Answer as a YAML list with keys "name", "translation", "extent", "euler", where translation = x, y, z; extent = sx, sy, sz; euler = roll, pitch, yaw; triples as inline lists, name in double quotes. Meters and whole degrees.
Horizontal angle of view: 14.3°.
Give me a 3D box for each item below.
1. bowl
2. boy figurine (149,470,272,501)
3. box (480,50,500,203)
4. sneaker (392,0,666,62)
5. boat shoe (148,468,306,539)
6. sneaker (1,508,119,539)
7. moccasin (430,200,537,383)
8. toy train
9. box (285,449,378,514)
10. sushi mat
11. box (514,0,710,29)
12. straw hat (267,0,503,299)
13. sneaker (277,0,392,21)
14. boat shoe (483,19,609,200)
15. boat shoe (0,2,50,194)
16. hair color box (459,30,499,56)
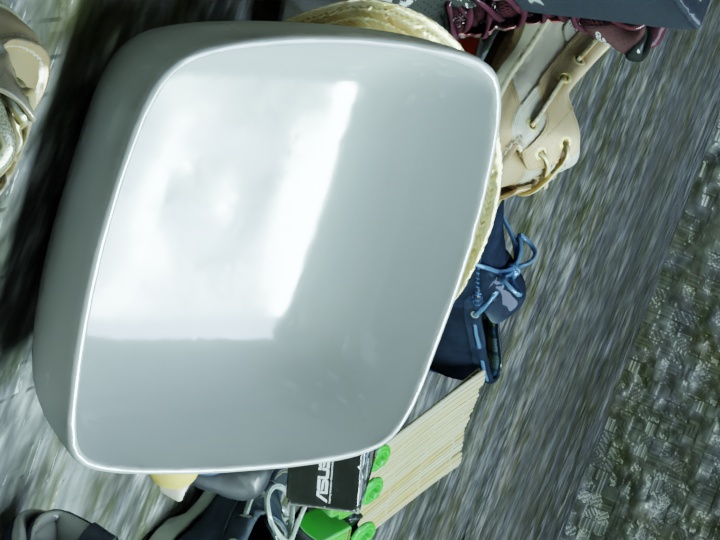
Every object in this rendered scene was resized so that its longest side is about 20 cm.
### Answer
- name: "bowl"
  translation: [-0.049, -0.018, 1.224]
  extent: [0.199, 0.075, 0.200]
  euler: [-1, 116, -40]
- name: "boy figurine"
  translation: [-0.070, 0.052, 1.435]
  extent: [0.200, 0.064, 0.125]
  euler: [88, 27, -72]
- name: "box"
  translation: [0.100, -0.121, 1.942]
  extent: [0.200, 0.048, 0.117]
  euler: [-56, 163, -38]
- name: "sneaker"
  translation: [0.094, -0.143, 1.519]
  extent: [0.200, 0.116, 0.076]
  euler: [-34, 164, -3]
- name: "boat shoe"
  translation: [-0.070, 0.152, 1.621]
  extent: [0.200, 0.062, 0.075]
  euler: [-40, 148, -68]
- name: "sneaker"
  translation: [-0.137, 0.184, 1.333]
  extent: [0.146, 0.077, 0.202]
  euler: [-66, 168, 3]
- name: "moccasin"
  translation: [0.091, 0.005, 2.074]
  extent: [0.200, 0.068, 0.081]
  euler: [96, 19, -54]
- name: "toy train"
  translation: [-0.021, 0.184, 1.941]
  extent: [0.056, 0.042, 0.200]
  euler: [-25, 141, -37]
- name: "box"
  translation: [0.000, 0.000, 1.538]
  extent: [0.193, 0.047, 0.200]
  euler: [-76, 172, -67]
- name: "sushi mat"
  translation: [0.024, 0.147, 2.055]
  extent: [0.200, 0.012, 0.096]
  euler: [-34, 146, -46]
- name: "box"
  translation: [0.117, -0.255, 1.408]
  extent: [0.197, 0.117, 0.200]
  euler: [43, 67, -47]
- name: "straw hat"
  translation: [-0.034, -0.047, 1.333]
  extent: [0.201, 0.085, 0.201]
  euler: [-18, 124, -28]
- name: "sneaker"
  translation: [-0.006, -0.163, 1.356]
  extent: [0.200, 0.075, 0.089]
  euler: [105, 0, -57]
- name: "boat shoe"
  translation: [0.090, -0.079, 1.566]
  extent: [0.200, 0.069, 0.074]
  euler: [-63, -175, -29]
- name: "boat shoe"
  translation: [-0.140, -0.044, 0.931]
  extent: [0.200, 0.065, 0.072]
  euler: [-33, 143, -71]
- name: "hair color box"
  translation: [0.083, -0.233, 1.614]
  extent: [0.111, 0.064, 0.200]
  euler: [-44, 155, -60]
